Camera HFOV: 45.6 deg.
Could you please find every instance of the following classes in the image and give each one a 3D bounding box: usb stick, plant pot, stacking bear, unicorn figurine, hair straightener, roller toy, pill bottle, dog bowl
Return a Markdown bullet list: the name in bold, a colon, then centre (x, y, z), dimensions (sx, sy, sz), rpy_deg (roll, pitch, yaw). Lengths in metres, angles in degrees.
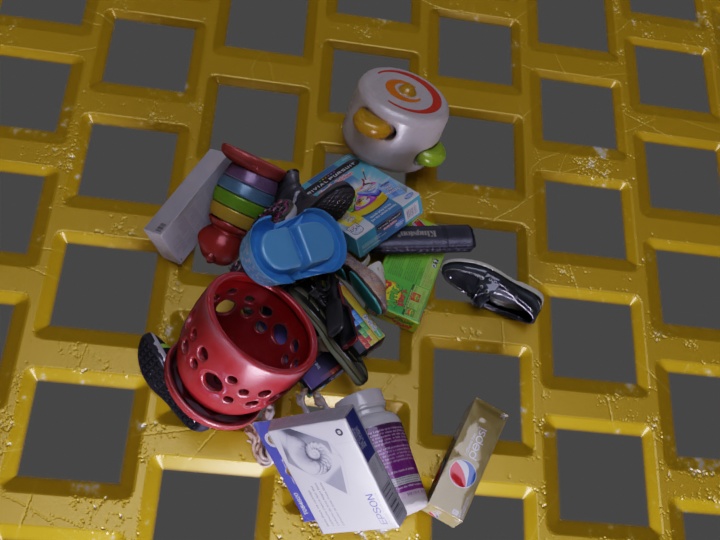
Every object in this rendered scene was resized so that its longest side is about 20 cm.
- **usb stick**: centre (0.108, -0.056, 1.540), dimensions (0.199, 0.033, 0.056), rpy_deg (-2, 62, -9)
- **plant pot**: centre (-0.194, 0.131, 1.336), dimensions (0.200, 0.183, 0.201), rpy_deg (28, 35, -22)
- **stacking bear**: centre (-0.218, -0.104, 1.494), dimensions (0.113, 0.121, 0.201), rpy_deg (26, 95, 7)
- **unicorn figurine**: centre (-0.091, 0.262, 1.374), dimensions (0.199, 0.074, 0.138), rpy_deg (-28, 62, 27)
- **hair straightener**: centre (-0.049, 0.038, 1.413), dimensions (0.077, 0.041, 0.201), rpy_deg (39, 26, -34)
- **roller toy**: centre (0.065, -0.287, 1.603), dimensions (0.199, 0.140, 0.183), rpy_deg (6, 43, -21)
- **pill bottle**: centre (0.026, 0.297, 1.377), dimensions (0.112, 0.112, 0.201), rpy_deg (-14, 69, -15)
- **dog bowl**: centre (-0.110, -0.034, 1.377), dimensions (0.199, 0.049, 0.112), rpy_deg (-16, 82, -45)

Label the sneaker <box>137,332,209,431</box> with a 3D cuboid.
- **sneaker**: centre (-0.289, 0.181, 1.416), dimensions (0.200, 0.072, 0.083), rpy_deg (50, 40, 14)

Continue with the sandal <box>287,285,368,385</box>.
- **sandal**: centre (-0.063, 0.111, 1.410), dimensions (0.057, 0.080, 0.201), rpy_deg (-37, 82, 17)

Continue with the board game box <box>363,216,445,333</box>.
- **board game box**: centre (0.088, 0.001, 1.556), dimensions (0.101, 0.048, 0.201), rpy_deg (22, 64, 2)

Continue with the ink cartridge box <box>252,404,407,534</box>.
- **ink cartridge box**: centre (-0.056, 0.304, 1.281), dimensions (0.200, 0.199, 0.041), rpy_deg (64, 35, -15)

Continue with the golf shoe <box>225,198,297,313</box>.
- **golf shoe**: centre (-0.156, -0.024, 1.445), dimensions (0.092, 0.072, 0.201), rpy_deg (36, 76, -37)

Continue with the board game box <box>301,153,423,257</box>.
- **board game box**: centre (-0.011, -0.122, 1.547), dimensions (0.151, 0.047, 0.200), rpy_deg (-36, 47, -22)

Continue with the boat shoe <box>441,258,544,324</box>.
- **boat shoe**: centre (0.234, 0.043, 1.547), dimensions (0.199, 0.075, 0.066), rpy_deg (25, 52, -8)

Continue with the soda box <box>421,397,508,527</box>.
- **soda box**: centre (0.173, 0.315, 1.417), dimensions (0.064, 0.068, 0.201), rpy_deg (27, 64, 4)

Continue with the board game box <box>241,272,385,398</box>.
- **board game box**: centre (-0.083, 0.091, 1.483), dimensions (0.165, 0.057, 0.200), rpy_deg (-35, 76, -22)

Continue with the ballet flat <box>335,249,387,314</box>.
- **ballet flat**: centre (0.000, 0.000, 1.497), dimensions (0.067, 0.068, 0.200), rpy_deg (-35, 51, -18)

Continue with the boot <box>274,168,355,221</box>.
- **boot**: centre (-0.100, -0.128, 1.493), dimensions (0.070, 0.200, 0.132), rpy_deg (13, 49, -46)

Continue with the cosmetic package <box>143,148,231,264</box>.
- **cosmetic package**: centre (-0.293, -0.115, 1.522), dimensions (0.050, 0.083, 0.200), rpy_deg (17, 60, 32)
